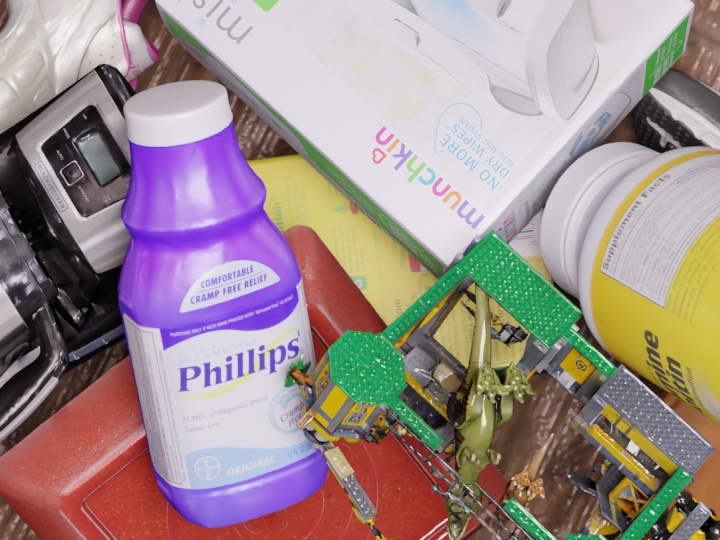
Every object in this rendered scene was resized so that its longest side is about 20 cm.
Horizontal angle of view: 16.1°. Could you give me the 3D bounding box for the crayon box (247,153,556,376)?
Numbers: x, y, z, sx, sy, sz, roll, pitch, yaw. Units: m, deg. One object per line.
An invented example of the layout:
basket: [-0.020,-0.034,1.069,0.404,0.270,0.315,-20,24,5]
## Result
crayon box: [0.000,0.000,1.313,0.199,0.051,0.127,-7,81,3]

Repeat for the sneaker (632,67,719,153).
sneaker: [0.230,-0.047,1.301,0.200,0.074,0.080,34,73,3]

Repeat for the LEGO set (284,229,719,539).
LEGO set: [0.058,0.090,1.165,0.200,0.116,0.154,36,53,2]

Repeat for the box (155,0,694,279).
box: [0.032,-0.120,1.255,0.200,0.097,0.177,43,86,10]

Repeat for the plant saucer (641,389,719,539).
plant saucer: [0.220,0.128,1.229,0.200,0.037,0.201,10,117,20]

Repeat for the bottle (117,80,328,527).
bottle: [-0.067,0.015,1.155,0.083,0.065,0.201,-17,114,-20]

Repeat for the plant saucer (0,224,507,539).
plant saucer: [-0.046,0.112,1.255,0.199,0.037,0.200,-38,117,-2]

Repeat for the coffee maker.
coffee maker: [-0.176,-0.005,1.253,0.200,0.192,0.135,-30,100,-5]

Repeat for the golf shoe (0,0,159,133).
golf shoe: [-0.160,-0.100,1.330,0.091,0.075,0.201,20,85,3]

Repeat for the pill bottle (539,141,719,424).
pill bottle: [0.169,0.009,1.157,0.112,0.200,0.112,-12,115,-27]
